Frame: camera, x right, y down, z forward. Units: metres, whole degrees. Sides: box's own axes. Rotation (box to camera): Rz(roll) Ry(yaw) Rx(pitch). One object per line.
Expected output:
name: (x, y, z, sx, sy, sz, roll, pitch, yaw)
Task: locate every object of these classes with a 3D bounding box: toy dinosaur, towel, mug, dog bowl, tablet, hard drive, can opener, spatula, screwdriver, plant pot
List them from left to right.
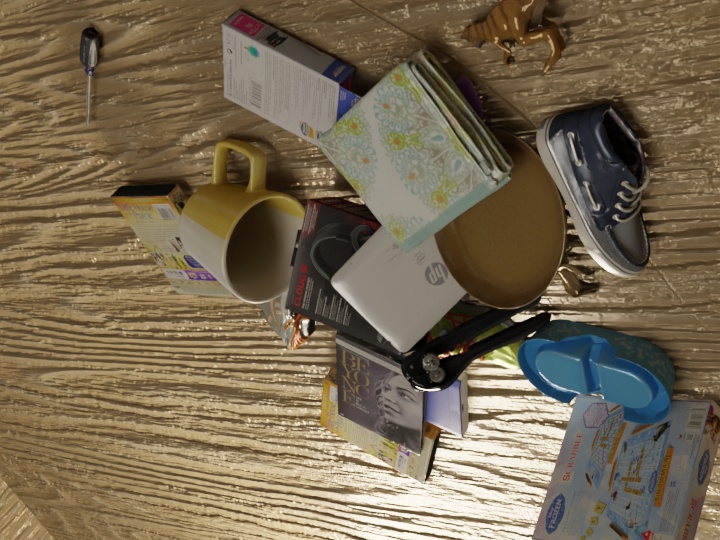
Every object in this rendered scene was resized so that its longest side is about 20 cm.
screwdriver: (-0.377, -0.265, 1.684, 0.029, 0.028, 0.201, 7, 146, -4)
mug: (-0.161, -0.068, 1.628, 0.153, 0.188, 0.149, 25, 178, 44)
hard drive: (0.064, 0.160, 1.751, 0.199, 0.025, 0.133, 22, 143, 25)
towel: (0.060, -0.128, 1.327, 0.172, 0.048, 0.200, 52, 137, -2)
tablet: (0.075, -0.012, 1.424, 0.130, 0.200, 0.014, 44, -169, -7)
spatula: (0.084, -0.150, 1.364, 0.057, 0.020, 0.200, 65, 154, 11)
can opener: (0.139, 0.086, 1.475, 0.199, 0.079, 0.064, -33, 95, 10)
plant pot: (0.156, -0.059, 1.333, 0.199, 0.027, 0.202, 19, 116, 46)
toy dinosaur: (0.158, -0.246, 1.148, 0.106, 0.060, 0.200, 44, 146, -5)
toy dinosaur: (0.198, -0.033, 1.358, 0.200, 0.058, 0.101, 40, 145, -5)
dog bowl: (0.289, 0.118, 1.457, 0.198, 0.050, 0.112, 13, 139, 32)

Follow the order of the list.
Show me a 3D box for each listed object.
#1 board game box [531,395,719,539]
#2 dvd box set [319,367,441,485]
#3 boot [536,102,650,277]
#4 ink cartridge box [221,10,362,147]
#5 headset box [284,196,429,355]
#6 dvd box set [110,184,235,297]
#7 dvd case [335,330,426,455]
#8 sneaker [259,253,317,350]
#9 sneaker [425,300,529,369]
board game box: (0.322, 0.250, 1.447, 0.198, 0.201, 0.041, -3, 146, 47)
dvd box set: (0.028, 0.245, 1.882, 0.199, 0.029, 0.147, 28, 145, 16)
boot: (0.262, -0.077, 1.231, 0.090, 0.073, 0.201, -7, 125, 55)
ink cartridge box: (-0.076, -0.217, 1.430, 0.199, 0.042, 0.120, 31, 146, 17)
headset box: (0.000, 0.000, 1.516, 0.199, 0.077, 0.150, 21, 105, 26)
dvd box set: (-0.278, -0.044, 1.825, 0.145, 0.029, 0.201, 2, 133, 44)
dvd case: (0.029, 0.182, 1.768, 0.148, 0.016, 0.201, 25, 142, 21)
sneaker: (-0.114, 0.032, 1.736, 0.092, 0.076, 0.201, 34, 145, 20)
sneaker: (0.122, 0.087, 1.549, 0.199, 0.090, 0.079, 24, 144, 21)
